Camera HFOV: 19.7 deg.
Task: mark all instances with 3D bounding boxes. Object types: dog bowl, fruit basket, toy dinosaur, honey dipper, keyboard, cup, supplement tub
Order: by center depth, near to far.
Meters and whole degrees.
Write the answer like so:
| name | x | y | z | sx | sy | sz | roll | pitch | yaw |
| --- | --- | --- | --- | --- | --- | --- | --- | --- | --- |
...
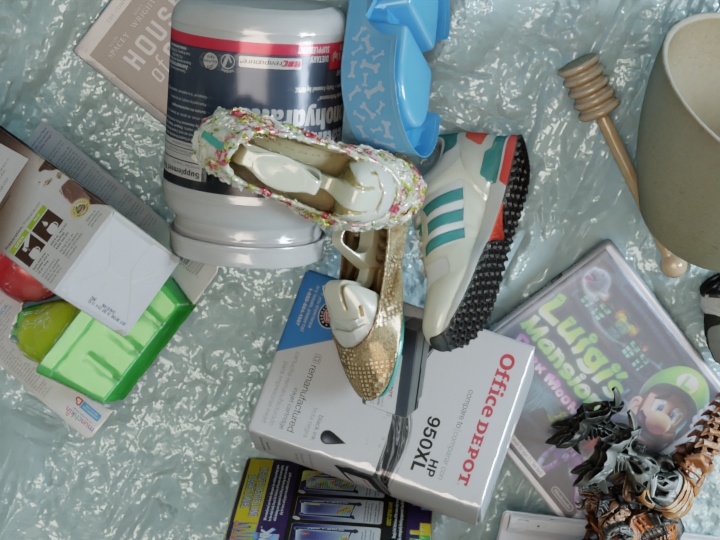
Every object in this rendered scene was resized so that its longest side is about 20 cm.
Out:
| name | x | y | z | sx | sy | sz | roll | pitch | yaw |
| --- | --- | --- | --- | --- | --- | --- | --- | --- | --- |
| dog bowl | 0.027 | -0.180 | 1.619 | 0.050 | 0.112 | 0.200 | -4 | 60 | 20 |
| supplement tub | -0.083 | -0.112 | 1.625 | 0.140 | 0.140 | 0.200 | 5 | 104 | 2 |
| cup | 0.296 | -0.083 | 1.628 | 0.200 | 0.200 | 0.143 | 24 | 130 | -3 |
| honey dipper | 0.220 | -0.082 | 1.695 | 0.038 | 0.038 | 0.200 | -26 | 102 | 8 |
| toy dinosaur | 0.230 | 0.172 | 1.719 | 0.136 | 0.102 | 0.200 | 41 | 76 | -21 |
| fruit basket | -0.243 | 0.008 | 1.725 | 0.200 | 0.094 | 0.185 | 39 | 95 | 15 |
| keyboard | 0.214 | 0.241 | 1.770 | 0.200 | 0.011 | 0.056 | 8 | 118 | -7 |

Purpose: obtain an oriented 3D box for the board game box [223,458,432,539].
| name | x | y | z | sx | sy | sz | roll | pitch | yaw |
| --- | --- | --- | --- | --- | --- | --- | --- | --- | --- |
| board game box | -0.024 | 0.220 | 1.695 | 0.165 | 0.200 | 0.057 | 3 | 107 | 3 |

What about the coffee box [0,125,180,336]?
| name | x | y | z | sx | sy | sz | roll | pitch | yaw |
| --- | --- | --- | --- | --- | --- | --- | --- | --- | --- |
| coffee box | -0.253 | -0.044 | 1.625 | 0.200 | 0.113 | 0.080 | 34 | 87 | 30 |

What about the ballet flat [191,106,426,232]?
| name | x | y | z | sx | sy | sz | roll | pitch | yaw |
| --- | --- | --- | --- | --- | --- | --- | --- | --- | --- |
| ballet flat | -0.032 | -0.066 | 1.545 | 0.200 | 0.064 | 0.076 | 14 | 105 | -26 |

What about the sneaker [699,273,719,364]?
| name | x | y | z | sx | sy | sz | roll | pitch | yaw |
| --- | --- | --- | --- | --- | --- | --- | --- | --- | --- |
| sneaker | 0.379 | 0.043 | 1.705 | 0.200 | 0.074 | 0.079 | 0 | 113 | 9 |

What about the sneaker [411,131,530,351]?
| name | x | y | z | sx | sy | sz | roll | pitch | yaw |
| --- | --- | --- | --- | --- | --- | --- | --- | --- | --- |
| sneaker | 0.069 | -0.027 | 1.665 | 0.093 | 0.070 | 0.200 | 11 | 64 | 20 |

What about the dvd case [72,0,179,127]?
| name | x | y | z | sx | sy | sz | roll | pitch | yaw |
| --- | --- | --- | --- | --- | --- | --- | --- | --- | --- |
| dvd case | -0.112 | -0.175 | 1.696 | 0.200 | 0.025 | 0.150 | 38 | 102 | -7 |

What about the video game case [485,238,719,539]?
| name | x | y | z | sx | sy | sz | roll | pitch | yaw |
| --- | --- | --- | --- | --- | --- | --- | --- | --- | --- |
| video game case | 0.197 | 0.104 | 1.747 | 0.182 | 0.023 | 0.200 | -37 | 99 | 10 |

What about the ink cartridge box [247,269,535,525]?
| name | x | y | z | sx | sy | sz | roll | pitch | yaw |
| --- | --- | --- | --- | --- | --- | --- | --- | --- | --- |
| ink cartridge box | 0.028 | 0.103 | 1.684 | 0.200 | 0.084 | 0.145 | 18 | 76 | 7 |

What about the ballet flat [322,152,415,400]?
| name | x | y | z | sx | sy | sz | roll | pitch | yaw |
| --- | --- | --- | --- | --- | --- | --- | --- | --- | --- |
| ballet flat | 0.000 | 0.000 | 1.627 | 0.065 | 0.070 | 0.200 | 17 | 71 | -41 |
